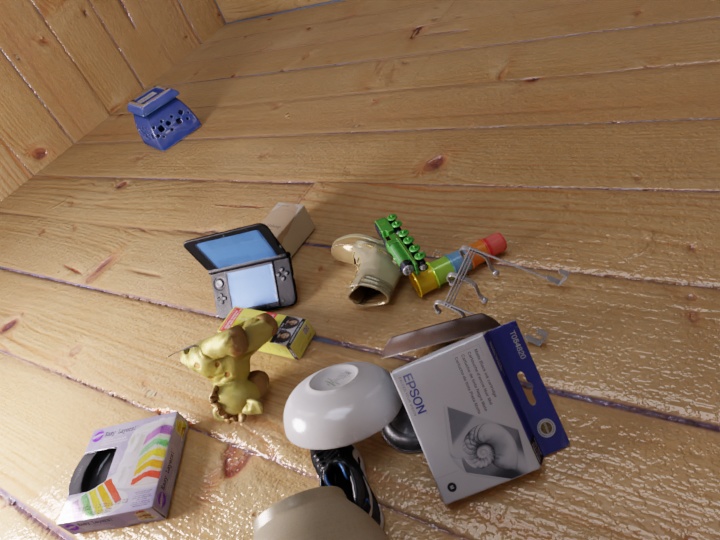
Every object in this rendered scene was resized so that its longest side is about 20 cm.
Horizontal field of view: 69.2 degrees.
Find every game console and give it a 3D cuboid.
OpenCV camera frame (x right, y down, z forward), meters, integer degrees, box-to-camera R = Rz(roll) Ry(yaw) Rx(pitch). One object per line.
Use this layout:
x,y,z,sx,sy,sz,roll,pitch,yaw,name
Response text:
-0.257,0.007,1.125,0.199,0.116,0.177,-11,86,16,game console

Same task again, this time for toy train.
0.078,-0.053,1.053,0.056,0.042,0.200,-21,37,-4,toy train

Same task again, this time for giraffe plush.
-0.228,0.189,0.955,0.200,0.163,0.172,-24,1,-24,giraffe plush

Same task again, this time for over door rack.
0.250,0.047,0.936,0.199,0.067,0.148,17,59,22,over door rack

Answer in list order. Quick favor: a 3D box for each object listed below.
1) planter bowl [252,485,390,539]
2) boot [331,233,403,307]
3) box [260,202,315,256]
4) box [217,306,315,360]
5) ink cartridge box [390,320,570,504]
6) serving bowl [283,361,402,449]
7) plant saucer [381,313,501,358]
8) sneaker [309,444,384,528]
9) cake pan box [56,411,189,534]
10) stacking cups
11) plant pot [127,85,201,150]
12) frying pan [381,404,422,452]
-0.053,0.345,0.616,0.200,0.200,0.135,-25,52,-1,planter bowl
0.000,0.000,1.099,0.199,0.073,0.156,10,47,26,boot
-0.208,-0.072,1.277,0.095,0.078,0.200,9,51,33,box
-0.196,0.127,1.079,0.199,0.050,0.075,7,50,32,box
0.170,0.197,0.736,0.199,0.041,0.200,-24,84,2,ink cartridge box
-0.034,0.201,0.846,0.199,0.066,0.200,-14,15,4,serving bowl
0.127,0.104,0.849,0.200,0.200,0.032,-16,81,10,plant saucer
-0.034,0.290,0.775,0.073,0.112,0.200,-32,41,-10,sneaker
-0.423,0.362,0.941,0.199,0.052,0.185,-14,39,12,cake pan box
0.196,-0.013,1.039,0.199,0.061,0.061,-24,40,-7,stacking cups
-0.790,-0.614,2.071,0.200,0.180,0.200,-43,44,-21,plant pot
0.054,0.231,0.863,0.190,0.031,0.115,11,50,31,frying pan
